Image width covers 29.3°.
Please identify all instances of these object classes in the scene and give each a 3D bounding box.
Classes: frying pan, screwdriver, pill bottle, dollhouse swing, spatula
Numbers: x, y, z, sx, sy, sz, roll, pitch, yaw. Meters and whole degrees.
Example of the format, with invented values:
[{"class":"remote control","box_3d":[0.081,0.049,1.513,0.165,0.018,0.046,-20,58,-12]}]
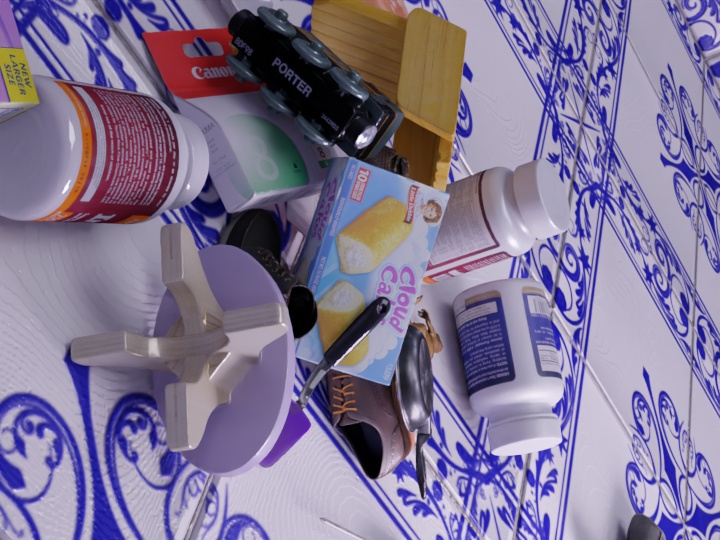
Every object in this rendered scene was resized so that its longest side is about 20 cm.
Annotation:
[{"class":"frying pan","box_3d":[0.058,0.146,1.415,0.115,0.031,0.192,6,78,-77]},{"class":"screwdriver","box_3d":[0.014,0.285,1.403,0.200,0.028,0.029,30,77,-49]},{"class":"pill bottle","box_3d":[-0.215,-0.095,1.130,0.200,0.112,0.114,-1,74,-60]},{"class":"dollhouse swing","box_3d":[0.019,-0.181,1.525,0.200,0.174,0.183,97,1,-66]},{"class":"pill bottle","box_3d":[0.144,-0.060,1.656,0.109,0.199,0.110,38,42,-46]},{"class":"pill bottle","box_3d":[0.188,0.122,1.711,0.119,0.119,0.202,20,57,-56]},{"class":"spatula","box_3d":[-0.038,0.098,1.305,0.200,0.020,0.057,-49,116,-18]}]

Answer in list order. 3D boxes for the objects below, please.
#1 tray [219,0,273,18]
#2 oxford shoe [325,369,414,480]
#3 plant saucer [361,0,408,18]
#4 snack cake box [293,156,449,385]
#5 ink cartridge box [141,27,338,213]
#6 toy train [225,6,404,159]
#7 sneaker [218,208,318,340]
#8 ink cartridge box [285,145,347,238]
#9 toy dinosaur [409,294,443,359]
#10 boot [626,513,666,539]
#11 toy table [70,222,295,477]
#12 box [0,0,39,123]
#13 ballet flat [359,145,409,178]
[{"class":"tray","box_3d":[-0.159,-0.341,1.462,0.201,0.022,0.108,56,23,-27]},{"class":"oxford shoe","box_3d":[-0.003,0.121,1.426,0.073,0.071,0.201,-42,111,-55]},{"class":"plant saucer","box_3d":[0.011,-0.304,1.740,0.200,0.037,0.202,37,44,-47]},{"class":"snack cake box","box_3d":[0.000,0.000,1.363,0.114,0.067,0.202,18,88,-18]},{"class":"ink cartridge box","box_3d":[-0.112,-0.163,1.372,0.161,0.050,0.201,-17,81,-55]},{"class":"toy train","box_3d":[-0.047,-0.187,1.367,0.200,0.085,0.114,43,17,22]},{"class":"sneaker","box_3d":[-0.082,0.010,1.310,0.075,0.106,0.201,48,36,-35]},{"class":"ink cartridge box","box_3d":[-0.033,-0.063,1.507,0.200,0.044,0.177,45,37,-39]},{"class":"toy dinosaur","box_3d":[0.059,0.088,1.565,0.200,0.060,0.107,-35,106,-61]},{"class":"boot","box_3d":[0.388,0.414,1.944,0.200,0.072,0.183,-55,135,-49]},{"class":"toy table","box_3d":[-0.133,0.062,1.141,0.117,0.183,0.201,47,24,-66]},{"class":"box","box_3d":[-0.347,-0.183,0.966,0.200,0.096,0.177,-11,82,-62]},{"class":"ballet flat","box_3d":[-0.003,-0.156,1.512,0.200,0.046,0.067,56,8,36]}]
